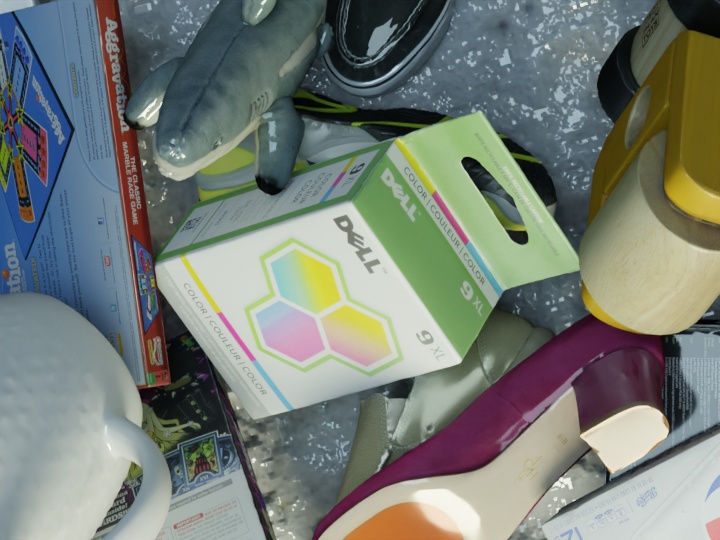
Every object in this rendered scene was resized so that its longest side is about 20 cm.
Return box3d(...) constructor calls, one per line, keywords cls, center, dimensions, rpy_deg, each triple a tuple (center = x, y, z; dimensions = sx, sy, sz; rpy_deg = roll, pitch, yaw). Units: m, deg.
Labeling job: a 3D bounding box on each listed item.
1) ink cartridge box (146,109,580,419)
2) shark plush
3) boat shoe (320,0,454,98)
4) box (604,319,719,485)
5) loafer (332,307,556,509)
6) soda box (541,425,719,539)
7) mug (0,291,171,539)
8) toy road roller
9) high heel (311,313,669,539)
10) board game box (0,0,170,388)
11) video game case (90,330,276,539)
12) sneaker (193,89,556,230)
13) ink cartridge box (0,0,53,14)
box3d(cls="ink cartridge box", center=(0.000, 0.000, 1.351), dimensions=(0.199, 0.059, 0.104), rpy_deg=(-17, 118, 39))
box3d(cls="shark plush", center=(-0.038, -0.124, 1.332), dimensions=(0.091, 0.083, 0.200), rpy_deg=(37, 79, 14))
box3d(cls="boat shoe", center=(0.031, -0.183, 1.395), dimensions=(0.073, 0.068, 0.200), rpy_deg=(31, 97, 9))
box3d(cls="box", center=(0.204, 0.126, 1.381), dimensions=(0.159, 0.044, 0.201), rpy_deg=(0, 92, 12))
box3d(cls="loafer", center=(0.021, 0.097, 1.408), dimensions=(0.068, 0.076, 0.200), rpy_deg=(39, 89, 9))
box3d(cls="soda box", center=(0.191, 0.104, 1.326), dimensions=(0.199, 0.068, 0.064), rpy_deg=(-28, 86, 11))
box3d(cls="mug", center=(-0.177, 0.104, 1.301), dimensions=(0.199, 0.175, 0.148), rpy_deg=(17, 139, 40))
box3d(cls="toy road roller", center=(0.195, -0.059, 1.313), dimensions=(0.145, 0.123, 0.201), rpy_deg=(19, 55, -8))
box3d(cls="high heel", center=(0.064, 0.086, 1.357), dimensions=(0.199, 0.096, 0.068), rpy_deg=(-23, 123, 14))
box3d(cls="board game box", center=(-0.152, -0.036, 1.397), dimensions=(0.103, 0.019, 0.201), rpy_deg=(-7, 91, 39))
box3d(cls="video game case", center=(-0.147, 0.137, 1.389), dimensions=(0.199, 0.036, 0.182), rpy_deg=(-25, 45, 2))
box3d(cls="sneaker", center=(0.007, -0.044, 1.411), dimensions=(0.199, 0.075, 0.077), rpy_deg=(13, 106, 19))
box3d(cls="ink cartridge box", center=(-0.226, -0.047, 1.466), dimensions=(0.175, 0.045, 0.201), rpy_deg=(-20, 87, 11))
